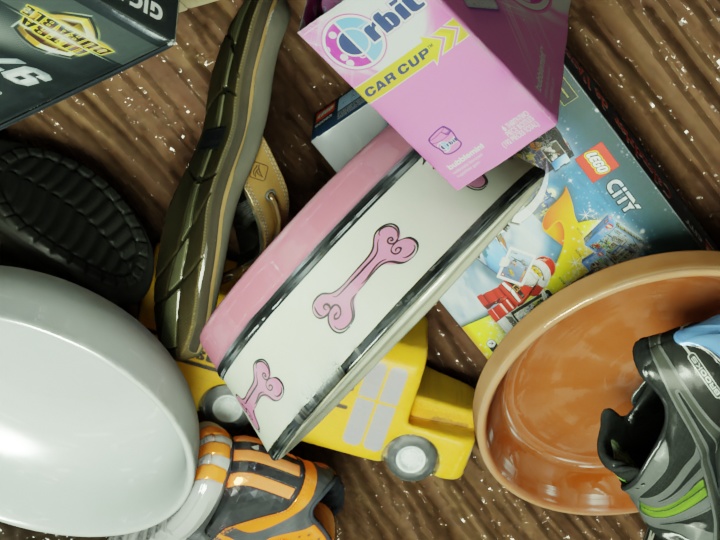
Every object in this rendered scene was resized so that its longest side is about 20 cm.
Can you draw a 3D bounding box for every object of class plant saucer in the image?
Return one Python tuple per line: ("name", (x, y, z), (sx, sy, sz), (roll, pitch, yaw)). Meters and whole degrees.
("plant saucer", (0.158, 0.060, 1.399), (0.199, 0.032, 0.201), (-8, 137, -8))

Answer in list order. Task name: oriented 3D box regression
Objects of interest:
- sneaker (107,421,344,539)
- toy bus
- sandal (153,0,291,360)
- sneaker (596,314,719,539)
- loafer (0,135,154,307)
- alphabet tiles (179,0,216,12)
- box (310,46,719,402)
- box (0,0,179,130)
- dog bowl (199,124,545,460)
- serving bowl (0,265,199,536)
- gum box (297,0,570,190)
("sneaker", (-0.076, 0.161, 1.440), (0.112, 0.078, 0.200), (19, 147, -19))
("toy bus", (-0.029, 0.052, 1.414), (0.199, 0.065, 0.079), (15, 115, -6))
("sandal", (-0.062, -0.047, 1.334), (0.054, 0.082, 0.201), (16, 85, -19))
("sneaker", (0.167, 0.104, 1.379), (0.082, 0.071, 0.200), (-4, 131, -6))
("loafer", (-0.203, -0.032, 1.371), (0.200, 0.073, 0.071), (31, 132, 4))
("alphabet tiles", (-0.188, -0.159, 1.281), (0.199, 0.008, 0.167), (-12, 150, 29))
("box", (0.086, -0.040, 1.378), (0.136, 0.038, 0.200), (-33, 112, 17))
("box", (-0.213, -0.145, 1.252), (0.159, 0.046, 0.200), (-20, 146, 39))
("dog bowl", (0.000, 0.000, 1.280), (0.074, 0.200, 0.200), (44, 112, 4))
("serving bowl", (-0.175, 0.060, 1.348), (0.199, 0.066, 0.200), (11, 142, 8))
("gum box", (0.043, -0.149, 1.237), (0.066, 0.200, 0.113), (-33, 117, 29))
